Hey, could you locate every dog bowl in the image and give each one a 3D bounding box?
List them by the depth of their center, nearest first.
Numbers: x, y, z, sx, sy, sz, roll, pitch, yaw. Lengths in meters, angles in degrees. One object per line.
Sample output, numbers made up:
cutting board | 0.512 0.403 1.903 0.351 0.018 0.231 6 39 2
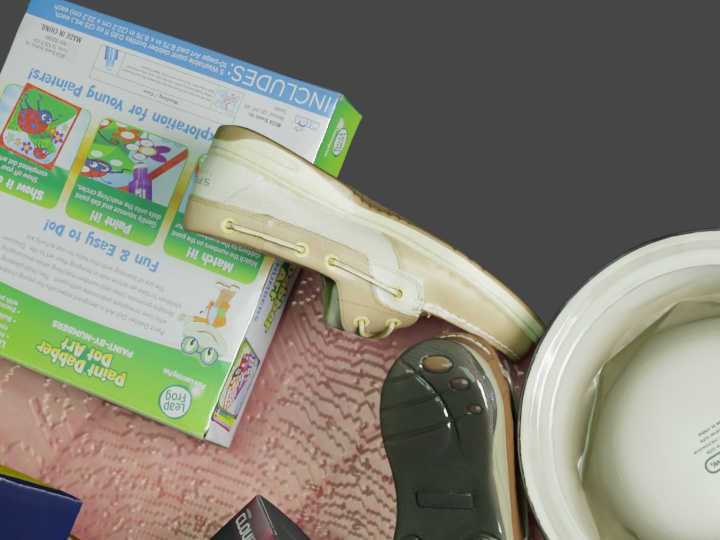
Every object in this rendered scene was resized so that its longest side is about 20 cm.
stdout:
dog bowl | 0.181 0.084 1.114 0.199 0.074 0.201 -4 77 15

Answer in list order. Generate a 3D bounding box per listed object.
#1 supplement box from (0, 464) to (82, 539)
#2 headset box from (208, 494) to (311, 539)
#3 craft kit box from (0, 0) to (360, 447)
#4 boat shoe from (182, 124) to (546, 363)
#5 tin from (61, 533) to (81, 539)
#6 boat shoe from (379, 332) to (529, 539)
supplement box | -0.268 0.129 1.182 0.199 0.109 0.109 19 84 21
headset box | -0.068 0.217 1.118 0.200 0.075 0.149 -44 28 4
craft kit box | -0.127 -0.030 1.241 0.199 0.049 0.198 21 82 20
boat shoe | 0.000 0.000 1.164 0.199 0.074 0.067 30 86 -3
tin | -0.224 0.185 1.233 0.199 0.042 0.113 10 77 19
boat shoe | 0.055 0.126 1.135 0.075 0.074 0.201 6 105 21
